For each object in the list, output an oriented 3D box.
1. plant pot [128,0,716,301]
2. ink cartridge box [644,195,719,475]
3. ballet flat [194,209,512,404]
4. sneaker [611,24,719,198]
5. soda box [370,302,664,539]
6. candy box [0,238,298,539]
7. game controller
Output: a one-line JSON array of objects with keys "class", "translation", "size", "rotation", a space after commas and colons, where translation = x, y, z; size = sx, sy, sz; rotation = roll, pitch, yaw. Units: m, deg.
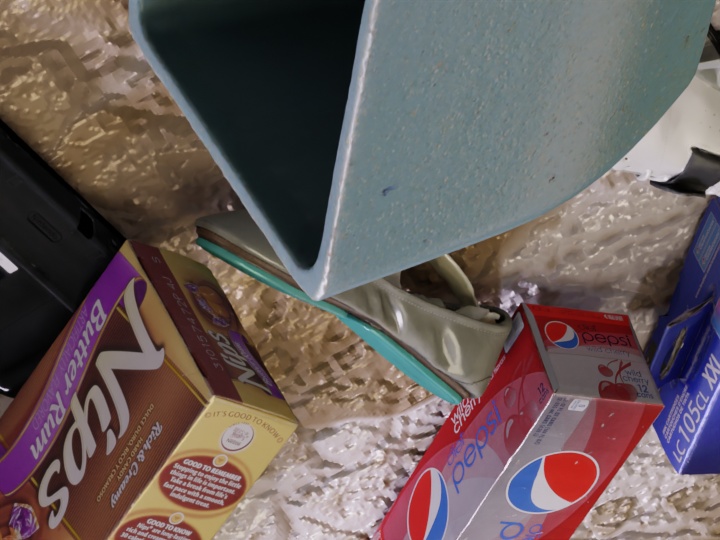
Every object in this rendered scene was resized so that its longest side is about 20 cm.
[{"class": "plant pot", "translation": [0.040, -0.137, 1.134], "size": [0.199, 0.196, 0.197], "rotation": [-12, 135, -26]}, {"class": "ink cartridge box", "translation": [0.232, 0.034, 1.444], "size": [0.199, 0.077, 0.137], "rotation": [1, 130, -22]}, {"class": "ballet flat", "translation": [0.000, 0.000, 1.335], "size": [0.200, 0.067, 0.064], "rotation": [33, 86, -41]}, {"class": "sneaker", "translation": [0.149, -0.071, 1.317], "size": [0.088, 0.074, 0.200], "rotation": [-38, 124, 14]}, {"class": "soda box", "translation": [0.077, 0.108, 1.440], "size": [0.070, 0.064, 0.200], "rotation": [7, 134, -27]}, {"class": "candy box", "translation": [-0.121, 0.101, 1.264], "size": [0.056, 0.117, 0.200], "rotation": [20, 116, -38]}, {"class": "game controller", "translation": [-0.176, -0.011, 1.265], "size": [0.104, 0.042, 0.200], "rotation": [-23, 137, 20]}]
